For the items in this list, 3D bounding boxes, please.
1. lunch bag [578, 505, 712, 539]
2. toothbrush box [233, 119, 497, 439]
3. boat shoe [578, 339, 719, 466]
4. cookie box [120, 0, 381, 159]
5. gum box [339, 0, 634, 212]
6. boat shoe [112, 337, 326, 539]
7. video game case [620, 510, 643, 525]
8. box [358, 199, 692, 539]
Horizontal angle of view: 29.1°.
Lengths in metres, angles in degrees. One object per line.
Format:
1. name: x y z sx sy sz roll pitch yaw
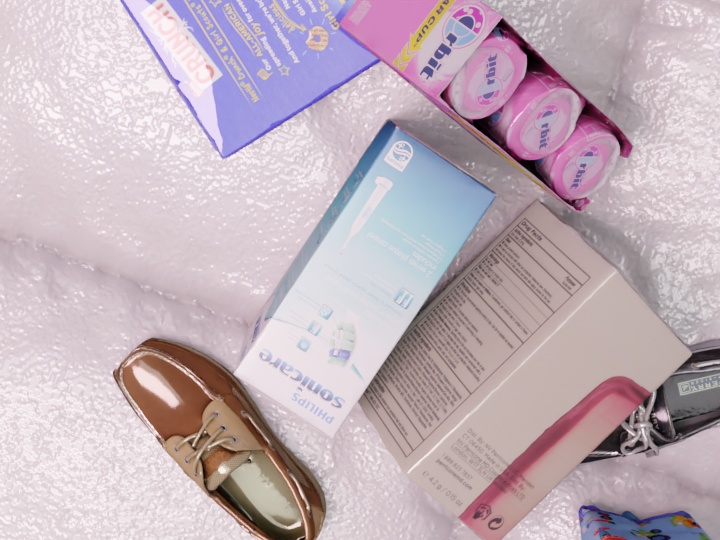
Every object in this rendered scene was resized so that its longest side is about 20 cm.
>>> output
1. lunch bag: 0.207 0.291 1.008 0.094 0.151 0.201 4 97 -3
2. toothbrush box: 0.000 0.000 0.979 0.085 0.146 0.200 34 95 -6
3. boat shoe: 0.214 0.106 1.041 0.199 0.068 0.074 -12 98 0
4. cookie box: -0.059 -0.204 0.982 0.200 0.075 0.171 -32 100 2
5. gum box: 0.091 -0.122 0.937 0.066 0.113 0.200 -52 139 6
6. boat shoe: -0.099 0.131 1.030 0.200 0.074 0.076 43 94 -7
7. video game case: 0.199 0.308 1.096 0.143 0.018 0.200 39 95 -6
8. box: 0.110 0.071 0.989 0.200 0.128 0.109 -44 122 4
